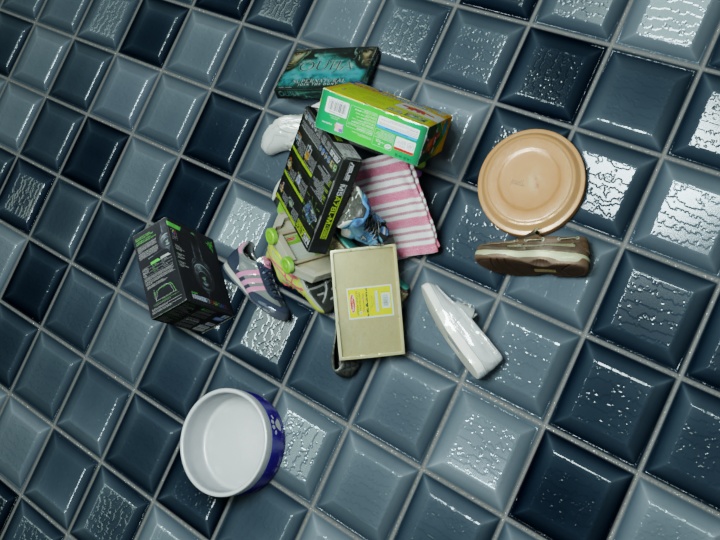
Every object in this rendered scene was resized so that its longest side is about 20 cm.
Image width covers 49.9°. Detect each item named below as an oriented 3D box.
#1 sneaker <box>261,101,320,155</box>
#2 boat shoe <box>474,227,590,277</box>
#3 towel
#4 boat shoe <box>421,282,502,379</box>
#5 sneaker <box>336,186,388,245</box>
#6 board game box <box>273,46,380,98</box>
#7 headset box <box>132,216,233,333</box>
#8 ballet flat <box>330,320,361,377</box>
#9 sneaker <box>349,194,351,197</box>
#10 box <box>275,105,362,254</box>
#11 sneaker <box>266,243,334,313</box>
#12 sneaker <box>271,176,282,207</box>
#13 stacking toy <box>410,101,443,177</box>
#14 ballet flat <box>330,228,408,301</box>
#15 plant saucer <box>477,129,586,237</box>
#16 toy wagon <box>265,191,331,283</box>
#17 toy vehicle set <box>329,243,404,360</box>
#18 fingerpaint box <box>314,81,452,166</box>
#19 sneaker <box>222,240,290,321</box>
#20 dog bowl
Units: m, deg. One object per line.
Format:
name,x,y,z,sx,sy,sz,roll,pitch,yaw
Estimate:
sneaker,-0.116,-0.275,1.603,0.197,0.078,0.101,-22,72,19
boat shoe,0.303,-0.036,1.363,0.198,0.075,0.076,6,67,18
towel,0.056,-0.116,1.441,0.144,0.030,0.203,-11,106,34
boat shoe,0.181,0.095,1.384,0.068,0.072,0.201,-29,58,-9
sneaker,0.014,-0.089,1.372,0.089,0.200,0.079,25,87,5
board game box,-0.068,-0.412,1.610,0.196,0.028,0.137,5,54,24
headset box,-0.363,0.007,1.587,0.092,0.174,0.203,-27,67,16
ballet flat,-0.023,0.102,1.475,0.065,0.057,0.204,-4,75,22
sneaker,-0.054,-0.181,1.491,0.073,0.087,0.204,-19,90,-5
box,-0.081,-0.166,1.407,0.201,0.047,0.196,57,135,46
sneaker,-0.120,0.009,1.542,0.201,0.077,0.091,55,135,15
sneaker,-0.092,-0.178,1.566,0.199,0.080,0.087,-42,69,12
stacking toy,0.089,-0.218,1.490,0.108,0.116,0.204,20,97,22
ballet flat,0.000,0.000,1.462,0.199,0.070,0.066,40,106,8
plant saucer,0.308,-0.162,1.407,0.197,0.032,0.204,-7,74,23
toy wagon,-0.110,-0.071,1.513,0.202,0.153,0.040,58,142,21
toy vehicle set,0.013,0.057,1.417,0.122,0.027,0.204,-5,93,2
fingerpaint box,0.043,-0.261,1.361,0.197,0.167,0.074,23,114,13
sneaker,-0.199,0.019,1.567,0.200,0.070,0.082,42,100,25
dog bowl,-0.249,0.334,1.507,0.196,0.079,0.204,-6,75,23
